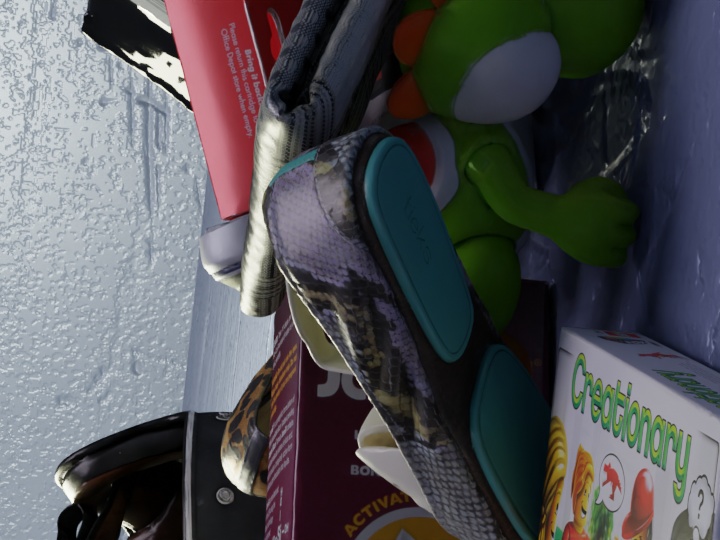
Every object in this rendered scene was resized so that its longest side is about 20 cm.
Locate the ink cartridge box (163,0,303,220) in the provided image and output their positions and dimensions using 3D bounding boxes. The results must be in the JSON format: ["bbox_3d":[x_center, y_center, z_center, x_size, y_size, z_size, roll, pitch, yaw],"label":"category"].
[{"bbox_3d":[-0.026,-0.087,1.045,0.200,0.067,0.117,-1,-105,-64],"label":"ink cartridge box"}]

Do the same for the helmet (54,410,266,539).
[{"bbox_3d":[-0.084,0.177,1.317,0.200,0.190,0.201,44,-143,-47],"label":"helmet"}]

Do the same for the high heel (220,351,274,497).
[{"bbox_3d":[-0.004,0.026,1.108,0.201,0.071,0.143,-62,-7,-6],"label":"high heel"}]

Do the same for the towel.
[{"bbox_3d":[0.004,-0.096,0.863,0.193,0.034,0.201,104,-172,-66],"label":"towel"}]

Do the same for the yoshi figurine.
[{"bbox_3d":[0.057,-0.052,0.832,0.112,0.112,0.201,-61,-16,-57],"label":"yoshi figurine"}]

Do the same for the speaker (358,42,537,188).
[{"bbox_3d":[0.037,-0.113,1.017,0.081,0.081,0.201,107,166,-55],"label":"speaker"}]

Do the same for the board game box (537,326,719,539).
[{"bbox_3d":[0.092,0.093,0.683,0.200,0.034,0.127,-145,61,-80],"label":"board game box"}]

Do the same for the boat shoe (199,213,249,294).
[{"bbox_3d":[0.000,0.000,1.034,0.199,0.072,0.063,-2,-103,-56],"label":"boat shoe"}]

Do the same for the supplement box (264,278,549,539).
[{"bbox_3d":[0.018,0.105,0.928,0.086,0.109,0.202,122,151,-71],"label":"supplement box"}]

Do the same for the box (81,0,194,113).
[{"bbox_3d":[-0.042,-0.214,1.191,0.200,0.117,0.197,-50,-10,-28],"label":"box"}]

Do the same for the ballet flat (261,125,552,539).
[{"bbox_3d":[0.021,0.037,0.790,0.201,0.072,0.072,62,-173,-26],"label":"ballet flat"}]
